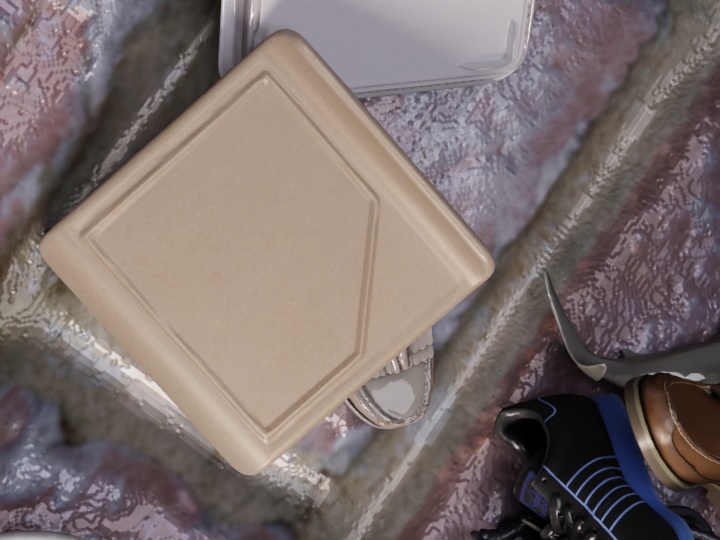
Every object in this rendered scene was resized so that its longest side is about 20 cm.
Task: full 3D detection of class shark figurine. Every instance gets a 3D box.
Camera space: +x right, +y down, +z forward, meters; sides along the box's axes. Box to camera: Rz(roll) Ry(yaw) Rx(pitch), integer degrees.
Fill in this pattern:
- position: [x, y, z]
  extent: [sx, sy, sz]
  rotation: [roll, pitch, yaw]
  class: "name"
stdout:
- position: [0.215, 0.043, 1.538]
  extent: [0.214, 0.128, 0.090]
  rotation: [0, 66, -2]
  class: "shark figurine"

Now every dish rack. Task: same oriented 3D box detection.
- position: [0.021, -0.171, 1.423]
  extent: [0.199, 0.044, 0.172]
  rotation: [-7, 123, -22]
  class: "dish rack"

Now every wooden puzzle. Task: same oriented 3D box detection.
- position: [-0.053, -0.009, 1.411]
  extent: [0.200, 0.037, 0.185]
  rotation: [-40, 99, 12]
  class: "wooden puzzle"

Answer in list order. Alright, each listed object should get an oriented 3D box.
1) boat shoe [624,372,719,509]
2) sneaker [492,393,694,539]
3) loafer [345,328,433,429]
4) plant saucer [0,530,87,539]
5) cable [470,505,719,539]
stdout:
- position: [0.218, 0.094, 1.476]
  extent: [0.068, 0.200, 0.072]
  rotation: [-20, 69, 22]
  class: "boat shoe"
- position: [0.138, 0.149, 1.453]
  extent: [0.078, 0.200, 0.070]
  rotation: [-3, 128, -17]
  class: "sneaker"
- position: [0.000, 0.000, 1.452]
  extent: [0.072, 0.063, 0.201]
  rotation: [-18, 98, -18]
  class: "loafer"
- position: [-0.194, 0.243, 1.398]
  extent: [0.199, 0.050, 0.201]
  rotation: [-1, 93, -20]
  class: "plant saucer"
- position: [0.166, 0.205, 1.477]
  extent: [0.199, 0.163, 0.051]
  rotation: [4, 128, -21]
  class: "cable"
